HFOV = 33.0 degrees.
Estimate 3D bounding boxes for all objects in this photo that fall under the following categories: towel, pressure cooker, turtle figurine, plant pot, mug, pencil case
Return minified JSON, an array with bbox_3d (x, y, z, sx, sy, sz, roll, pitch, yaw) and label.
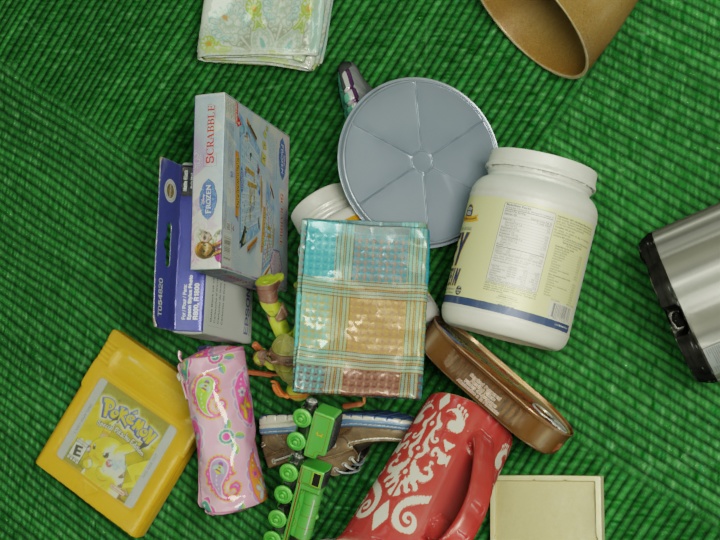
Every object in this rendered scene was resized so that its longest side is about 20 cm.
[{"bbox_3d":[0.001,0.039,1.335,0.146,0.022,0.201,3,74,2],"label":"towel"},{"bbox_3d":[0.408,0.008,1.249,0.200,0.176,0.179,-25,79,17],"label":"pressure cooker"},{"bbox_3d":[-0.085,0.087,1.412,0.200,0.064,0.162,10,114,40],"label":"turtle figurine"},{"bbox_3d":[-0.117,-0.355,1.543,0.171,0.048,0.201,7,84,18],"label":"towel"},{"bbox_3d":[0.254,-0.352,1.365,0.200,0.186,0.186,-44,71,-6],"label":"plant pot"},{"bbox_3d":[0.092,0.246,1.302,0.177,0.134,0.200,5,53,42],"label":"mug"},{"bbox_3d":[-0.165,0.187,1.444,0.087,0.087,0.201,-10,88,16],"label":"pencil case"}]

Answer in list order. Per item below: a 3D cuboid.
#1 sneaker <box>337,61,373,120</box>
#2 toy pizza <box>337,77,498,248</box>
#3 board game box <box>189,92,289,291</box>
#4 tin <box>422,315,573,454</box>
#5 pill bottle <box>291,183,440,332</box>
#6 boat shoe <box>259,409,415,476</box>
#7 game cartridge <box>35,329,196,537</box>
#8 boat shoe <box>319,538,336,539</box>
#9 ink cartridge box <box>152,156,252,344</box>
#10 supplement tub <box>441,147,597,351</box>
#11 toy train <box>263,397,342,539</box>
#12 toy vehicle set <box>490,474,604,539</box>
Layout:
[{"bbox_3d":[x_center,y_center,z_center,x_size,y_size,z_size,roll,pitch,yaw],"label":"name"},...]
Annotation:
[{"bbox_3d":[0.036,-0.165,1.464,0.087,0.074,0.201,-19,82,-5],"label":"sneaker"},{"bbox_3d":[0.067,-0.124,1.410,0.200,0.032,0.201,2,84,-16],"label":"toy pizza"},{"bbox_3d":[-0.138,-0.085,1.428,0.041,0.199,0.201,-2,80,18],"label":"board game box"},{"bbox_3d":[0.149,0.127,1.346,0.200,0.112,0.042,41,105,15],"label":"tin"},{"bbox_3d":[0.000,0.000,1.417,0.109,0.109,0.200,-34,74,10],"label":"pill bottle"},{"bbox_3d":[-0.024,0.202,1.421,0.199,0.072,0.073,-5,85,27],"label":"boat shoe"},{"bbox_3d":[-0.292,0.202,1.523,0.176,0.032,0.200,31,92,20],"label":"game cartridge"},{"bbox_3d":[-0.008,0.341,1.391,0.199,0.065,0.074,-12,78,16],"label":"boat shoe"},{"bbox_3d":[-0.179,-0.019,1.431,0.040,0.200,0.200,-1,82,18],"label":"ink cartridge box"},{"bbox_3d":[0.179,-0.023,1.344,0.145,0.145,0.201,13,86,19],"label":"supplement tub"},{"bbox_3d":[-0.064,0.239,1.386,0.056,0.042,0.201,18,109,13],"label":"toy train"},{"bbox_3d":[0.206,0.327,1.344,0.124,0.027,0.201,-2,81,18],"label":"toy vehicle set"}]
